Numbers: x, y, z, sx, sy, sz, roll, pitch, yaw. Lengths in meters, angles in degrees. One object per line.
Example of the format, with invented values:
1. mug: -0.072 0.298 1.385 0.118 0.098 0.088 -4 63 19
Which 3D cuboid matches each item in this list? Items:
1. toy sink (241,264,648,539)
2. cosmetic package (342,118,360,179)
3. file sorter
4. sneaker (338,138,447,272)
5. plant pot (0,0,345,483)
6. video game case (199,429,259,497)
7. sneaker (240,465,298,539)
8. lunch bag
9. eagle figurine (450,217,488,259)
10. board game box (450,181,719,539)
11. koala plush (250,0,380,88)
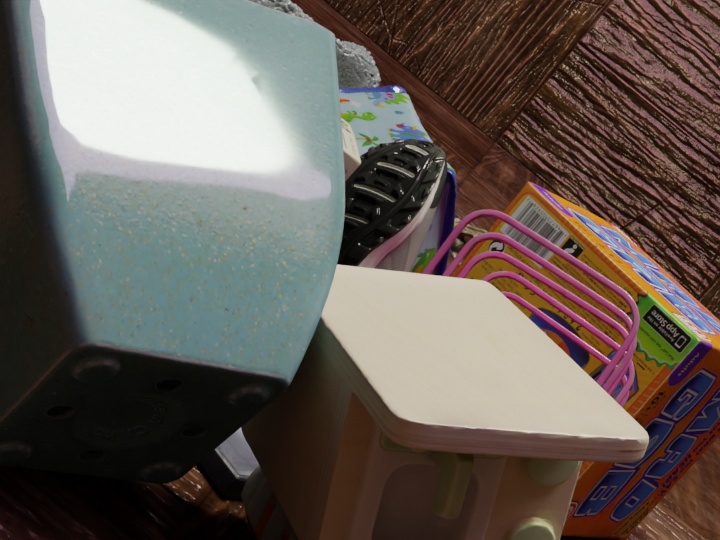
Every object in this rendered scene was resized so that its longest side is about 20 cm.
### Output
1. toy sink: 0.032 0.085 0.769 0.130 0.112 0.200 6 19 -22
2. cosmetic package: -0.108 -0.104 1.011 0.200 0.105 0.071 38 17 -23
3. file sorter: 0.101 0.063 1.014 0.139 0.126 0.200 35 -9 16
4. sneaker: 0.000 0.000 1.051 0.074 0.200 0.079 24 -10 32
5. plant pot: -0.123 -0.011 0.762 0.196 0.196 0.200 13 50 -37
6. video game case: -0.094 0.071 0.984 0.200 0.019 0.143 46 15 30
7. sneaker: 0.019 0.173 0.868 0.200 0.078 0.077 34 -16 0
8. lunch bag: -0.002 -0.022 1.187 0.127 0.200 0.170 2 27 -14
9. eagle figurine: 0.019 -0.029 1.448 0.152 0.151 0.200 0 22 40
10. board game box: 0.183 0.082 1.294 0.200 0.200 0.200 47 14 29
11. koala plush: -0.107 -0.193 1.454 0.184 0.177 0.200 43 5 -17
